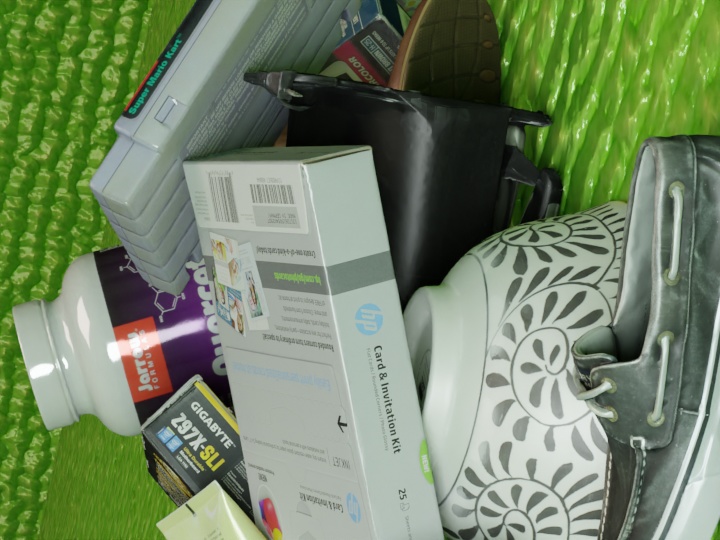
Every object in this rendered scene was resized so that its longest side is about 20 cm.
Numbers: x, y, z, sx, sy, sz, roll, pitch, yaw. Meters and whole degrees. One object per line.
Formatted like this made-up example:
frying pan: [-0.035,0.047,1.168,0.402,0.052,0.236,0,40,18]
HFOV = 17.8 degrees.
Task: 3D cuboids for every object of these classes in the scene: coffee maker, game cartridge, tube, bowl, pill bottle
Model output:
coffee maker: [0.000,0.000,1.235,0.134,0.191,0.202,16,98,61]
game cartridge: [-0.068,-0.097,1.204,0.201,0.038,0.130,-59,-22,-16]
tube: [-0.027,0.196,1.169,0.058,0.200,0.052,-39,-1,13]
bowl: [0.067,0.059,1.109,0.201,0.093,0.203,-171,90,-77]
pill bottle: [-0.102,0.030,1.372,0.112,0.198,0.113,163,90,-84]

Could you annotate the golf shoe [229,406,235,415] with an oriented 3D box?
golf shoe: [-0.112,0.059,1.493,0.098,0.078,0.201,-57,44,31]

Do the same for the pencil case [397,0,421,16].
pencil case: [0.015,-0.199,1.565,0.091,0.083,0.200,-62,0,-32]

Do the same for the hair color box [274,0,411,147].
hair color box: [-0.037,-0.084,1.453,0.199,0.100,0.061,-36,31,17]

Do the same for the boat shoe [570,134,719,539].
boat shoe: [0.118,0.038,0.939,0.072,0.070,0.202,-130,50,-74]

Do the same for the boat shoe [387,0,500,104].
boat shoe: [0.031,-0.074,1.371,0.067,0.072,0.202,-2,74,54]

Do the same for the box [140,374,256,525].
box: [-0.042,0.160,1.283,0.049,0.200,0.160,-40,-8,-13]

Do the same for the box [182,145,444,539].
box: [-0.024,0.042,1.104,0.156,0.041,0.202,4,106,66]
